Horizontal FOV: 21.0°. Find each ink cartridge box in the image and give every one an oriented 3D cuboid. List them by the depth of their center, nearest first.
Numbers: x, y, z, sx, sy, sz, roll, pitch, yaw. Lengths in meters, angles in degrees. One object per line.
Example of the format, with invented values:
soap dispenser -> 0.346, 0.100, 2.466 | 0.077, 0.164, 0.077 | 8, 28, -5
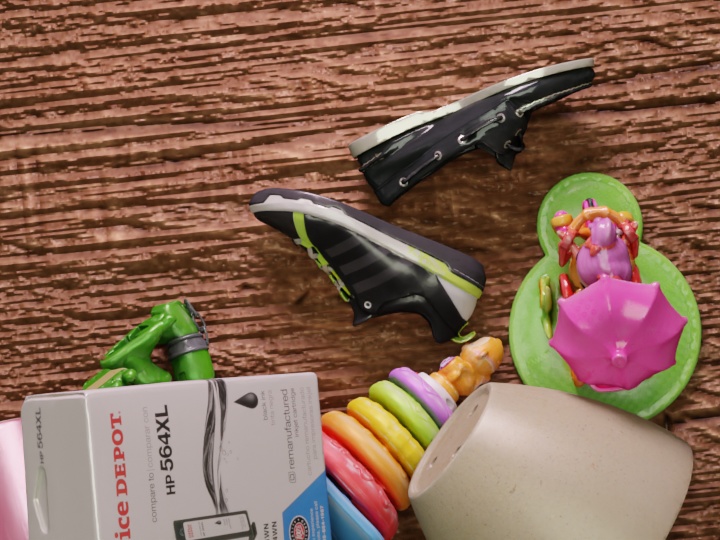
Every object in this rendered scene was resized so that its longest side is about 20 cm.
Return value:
ink cartridge box -> -0.124, 0.150, 1.340 | 0.199, 0.084, 0.147 | -3, 87, -42

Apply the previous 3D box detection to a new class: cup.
cup -> 0.119, 0.163, 1.389 | 0.143, 0.200, 0.201 | 36, 88, -7

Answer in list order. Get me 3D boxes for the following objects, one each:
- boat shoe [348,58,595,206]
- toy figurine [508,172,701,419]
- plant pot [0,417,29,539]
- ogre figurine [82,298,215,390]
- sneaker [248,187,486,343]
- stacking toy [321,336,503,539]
boat shoe -> 0.093, -0.104, 1.490 | 0.199, 0.075, 0.066 | -21, 88, 1
toy figurine -> 0.184, 0.016, 1.424 | 0.149, 0.184, 0.201 | -6, 85, 2
plant pot -> -0.246, 0.213, 1.433 | 0.199, 0.200, 0.180 | -19, 71, 1
ogre figurine -> -0.150, 0.113, 1.447 | 0.098, 0.200, 0.120 | -30, 105, 11
sneaker -> 0.000, 0.000, 1.488 | 0.199, 0.072, 0.083 | 22, 88, 3
stacking toy -> 0.034, 0.118, 1.473 | 0.200, 0.116, 0.110 | -43, 85, -12
